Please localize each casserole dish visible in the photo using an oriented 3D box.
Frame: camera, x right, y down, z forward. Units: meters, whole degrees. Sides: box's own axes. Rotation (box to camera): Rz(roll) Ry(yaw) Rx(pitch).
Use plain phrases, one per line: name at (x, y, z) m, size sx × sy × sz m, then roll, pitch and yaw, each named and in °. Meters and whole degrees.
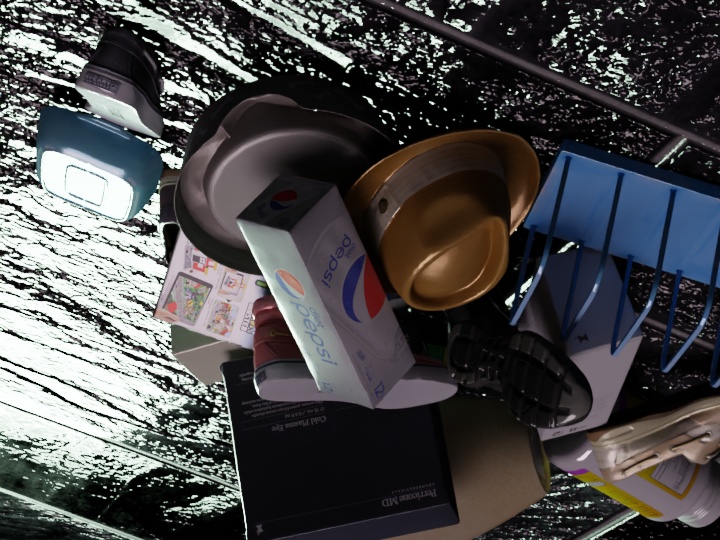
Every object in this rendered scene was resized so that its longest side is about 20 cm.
casserole dish at (-0.247, -0.093, 1.633) m, size 0.120 × 0.039 × 0.200 m, roll 22°, pitch 163°, yaw -5°

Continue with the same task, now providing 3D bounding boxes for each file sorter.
file sorter at (0.238, 0.001, 1.491) m, size 0.198 × 0.124 × 0.139 m, roll 16°, pitch 153°, yaw -2°

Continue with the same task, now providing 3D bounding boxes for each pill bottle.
pill bottle at (0.292, 0.194, 1.839) m, size 0.199 × 0.105 × 0.104 m, roll 31°, pitch 149°, yaw -26°

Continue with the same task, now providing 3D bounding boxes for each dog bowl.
dog bowl at (-0.060, -0.082, 1.496) m, size 0.198 × 0.059 × 0.201 m, roll -5°, pitch 139°, yaw -5°

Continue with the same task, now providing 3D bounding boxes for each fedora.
fedora at (0.073, -0.029, 1.481) m, size 0.199 × 0.082 × 0.202 m, roll -15°, pitch 142°, yaw -12°

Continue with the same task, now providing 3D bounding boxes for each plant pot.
plant pot at (0.089, 0.206, 1.826) m, size 0.198 × 0.189 × 0.188 m, roll -14°, pitch 145°, yaw 14°

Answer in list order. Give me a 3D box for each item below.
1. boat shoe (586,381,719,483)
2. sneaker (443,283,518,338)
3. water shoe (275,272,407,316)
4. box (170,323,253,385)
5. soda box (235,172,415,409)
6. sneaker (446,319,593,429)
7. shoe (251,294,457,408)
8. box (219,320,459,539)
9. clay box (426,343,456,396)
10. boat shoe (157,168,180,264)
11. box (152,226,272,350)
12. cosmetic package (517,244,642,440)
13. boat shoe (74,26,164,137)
boat shoe at (0.322, 0.153, 1.718) m, size 0.198 × 0.066 × 0.072 m, roll -19°, pitch -175°, yaw 9°
sneaker at (0.105, 0.030, 1.682) m, size 0.105 × 0.060 × 0.200 m, roll 61°, pitch 174°, yaw -7°
water shoe at (0.000, 0.000, 1.589) m, size 0.072 × 0.199 × 0.079 m, roll 48°, pitch 124°, yaw 16°
box at (-0.083, 0.046, 1.739) m, size 0.198 × 0.069 × 0.082 m, roll -15°, pitch 148°, yaw 15°
soda box at (-0.026, 0.018, 1.472) m, size 0.068 × 0.063 × 0.201 m, roll 14°, pitch 140°, yaw 43°
sneaker at (0.151, 0.083, 1.522) m, size 0.079 × 0.076 × 0.200 m, roll 7°, pitch -169°, yaw -27°
shoe at (-0.005, 0.071, 1.624) m, size 0.198 × 0.092 × 0.072 m, roll 4°, pitch 153°, yaw -22°
box at (-0.019, 0.168, 1.716) m, size 0.198 × 0.184 × 0.104 m, roll -12°, pitch 159°, yaw 6°
clay box at (0.045, 0.139, 1.932) m, size 0.114 × 0.048 × 0.201 m, roll 9°, pitch 151°, yaw 13°
boat shoe at (-0.160, -0.023, 1.724) m, size 0.071 × 0.065 × 0.201 m, roll 10°, pitch 151°, yaw 14°
box at (-0.113, -0.026, 1.620) m, size 0.109 × 0.035 × 0.201 m, roll 18°, pitch 122°, yaw -5°
cosmetic package at (0.197, 0.069, 1.643) m, size 0.071 × 0.102 × 0.200 m, roll -13°, pitch 155°, yaw -9°
boat shoe at (-0.195, -0.161, 1.486) m, size 0.071 × 0.068 × 0.200 m, roll 21°, pitch 175°, yaw 3°
